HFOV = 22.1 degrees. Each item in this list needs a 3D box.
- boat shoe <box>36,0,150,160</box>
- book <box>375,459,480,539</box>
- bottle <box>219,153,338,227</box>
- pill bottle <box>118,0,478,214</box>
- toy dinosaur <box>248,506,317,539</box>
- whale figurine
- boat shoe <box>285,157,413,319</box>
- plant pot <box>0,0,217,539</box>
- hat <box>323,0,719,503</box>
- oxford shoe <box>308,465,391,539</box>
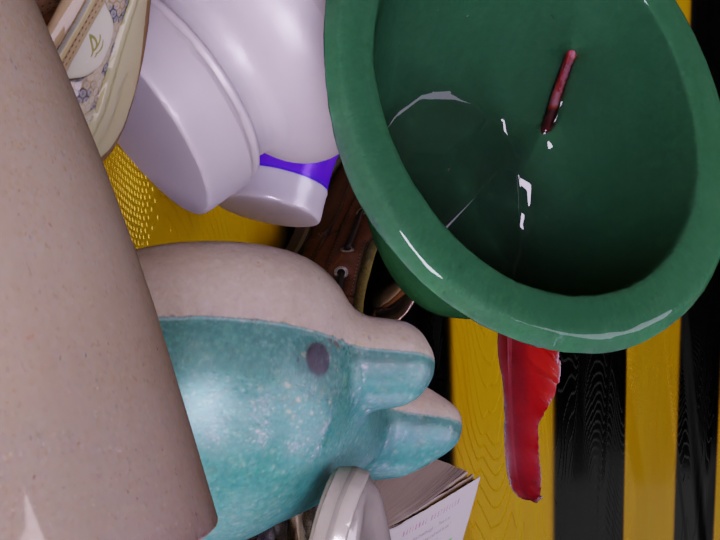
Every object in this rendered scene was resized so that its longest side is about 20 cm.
[{"bbox_3d":[-0.096,-0.130,0.610,0.063,0.073,0.201,8,89,-72],"label":"boat shoe"},{"bbox_3d":[-0.002,0.209,0.986,0.134,0.048,0.201,-21,127,-67],"label":"book"},{"bbox_3d":[-0.021,-0.121,0.801,0.065,0.083,0.201,64,37,-76],"label":"bottle"},{"bbox_3d":[-0.009,-0.114,0.706,0.200,0.112,0.113,-39,142,-18],"label":"pill bottle"},{"bbox_3d":[-0.034,0.118,0.904,0.088,0.047,0.201,51,52,-71],"label":"toy dinosaur"},{"bbox_3d":[-0.040,0.061,0.698,0.200,0.158,0.104,29,55,-52],"label":"whale figurine"},{"bbox_3d":[0.000,0.000,0.917,0.200,0.068,0.072,-62,149,-47],"label":"boat shoe"},{"bbox_3d":[-0.138,-0.026,0.417,0.187,0.186,0.201,-10,93,-69],"label":"plant pot"},{"bbox_3d":[0.026,-0.019,0.694,0.165,0.176,0.201,-4,74,-30],"label":"hat"},{"bbox_3d":[0.011,0.157,0.677,0.075,0.057,0.201,-58,147,-56],"label":"oxford shoe"}]
